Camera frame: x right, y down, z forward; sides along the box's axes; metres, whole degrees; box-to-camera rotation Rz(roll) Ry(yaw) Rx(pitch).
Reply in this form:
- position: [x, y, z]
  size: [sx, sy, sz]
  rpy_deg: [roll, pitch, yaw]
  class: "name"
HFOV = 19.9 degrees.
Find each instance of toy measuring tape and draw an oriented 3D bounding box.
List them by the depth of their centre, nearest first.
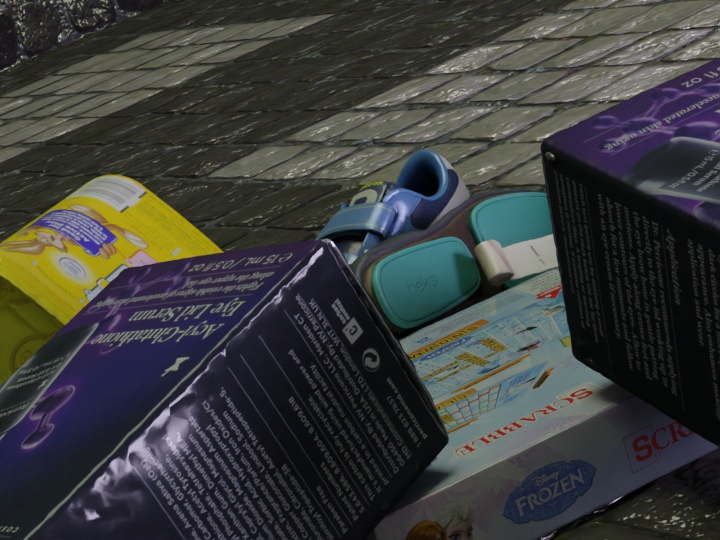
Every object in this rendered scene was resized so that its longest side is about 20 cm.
- position: [0.156, -0.037, 1.067]
  size: [0.198, 0.074, 0.073]
  rpy_deg: [-12, 11, -25]
  class: "toy measuring tape"

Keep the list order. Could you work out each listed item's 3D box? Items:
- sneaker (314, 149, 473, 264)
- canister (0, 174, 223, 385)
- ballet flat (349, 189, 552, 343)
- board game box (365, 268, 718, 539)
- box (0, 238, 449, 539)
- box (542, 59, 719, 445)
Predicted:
- position: [0.000, 0.000, 1.153]
  size: [0.073, 0.083, 0.200]
  rpy_deg: [-4, 23, 40]
  class: "sneaker"
- position: [-0.136, 0.034, 1.081]
  size: [0.087, 0.148, 0.200]
  rpy_deg: [-50, 0, 22]
  class: "canister"
- position: [0.050, 0.002, 1.091]
  size: [0.073, 0.074, 0.199]
  rpy_deg: [-4, 9, 43]
  class: "ballet flat"
- position: [0.057, 0.066, 0.923]
  size: [0.199, 0.041, 0.199]
  rpy_deg: [-24, 16, -17]
  class: "board game box"
- position: [-0.088, 0.091, 0.802]
  size: [0.147, 0.105, 0.200]
  rpy_deg: [-8, 30, 49]
  class: "box"
- position: [0.187, -0.003, 0.778]
  size: [0.147, 0.105, 0.200]
  rpy_deg: [-25, 30, -23]
  class: "box"
